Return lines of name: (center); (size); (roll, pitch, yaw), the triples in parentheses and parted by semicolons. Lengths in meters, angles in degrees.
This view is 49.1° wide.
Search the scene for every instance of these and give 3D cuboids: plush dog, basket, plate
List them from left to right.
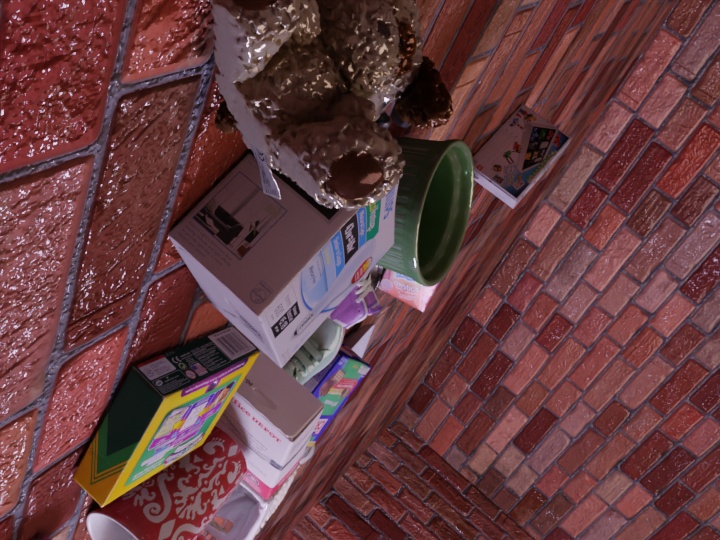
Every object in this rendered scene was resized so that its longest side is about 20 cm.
basket: (-0.214, 0.405, 1.464); (0.123, 0.135, 0.201); (-41, 164, -50)
plush dog: (-0.022, -0.161, 0.611); (0.171, 0.202, 0.160); (-35, -165, -22)
plate: (-0.056, 0.215, 1.709); (0.200, 0.032, 0.200); (-43, 165, -33)

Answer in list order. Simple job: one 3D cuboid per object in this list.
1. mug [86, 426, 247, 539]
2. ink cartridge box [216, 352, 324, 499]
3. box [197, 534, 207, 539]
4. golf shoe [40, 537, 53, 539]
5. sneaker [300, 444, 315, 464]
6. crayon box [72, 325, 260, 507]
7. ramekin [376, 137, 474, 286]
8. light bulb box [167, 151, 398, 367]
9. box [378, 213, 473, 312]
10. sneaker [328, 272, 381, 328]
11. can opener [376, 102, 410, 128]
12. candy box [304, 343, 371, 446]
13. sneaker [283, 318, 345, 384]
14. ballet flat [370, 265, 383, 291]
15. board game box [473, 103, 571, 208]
mug: (-0.277, 0.314, 1.109); (0.200, 0.176, 0.135); (-45, 130, -43)
ink cartridge box: (-0.150, 0.230, 1.184); (0.084, 0.144, 0.201); (-42, 164, -39)
box: (-0.319, 0.509, 1.411); (0.095, 0.102, 0.201); (-46, 165, -20)
golf shoe: (-0.415, 0.384, 0.894); (0.200, 0.075, 0.092); (-40, 147, -49)
sneaker: (-0.177, 0.434, 1.828); (0.200, 0.075, 0.088); (-46, 153, -44)
crayon box: (-0.228, 0.169, 0.951); (0.173, 0.058, 0.200); (-56, 166, 21)
ramekin: (0.076, -0.087, 1.088); (0.200, 0.097, 0.202); (-42, 140, -50)
light bulb box: (-0.068, -0.034, 0.816); (0.200, 0.124, 0.199); (-47, 166, -14)
box: (0.120, -0.037, 1.416); (0.201, 0.094, 0.103); (-57, 172, -49)
sneaker: (0.000, 0.000, 1.160); (0.072, 0.114, 0.202); (-33, 156, -48)
can opener: (0.019, -0.159, 0.925); (0.053, 0.066, 0.201); (-41, 168, -40)
candy box: (-0.088, 0.230, 1.494); (0.201, 0.077, 0.169); (-52, 156, 1)
sneaker: (-0.101, 0.150, 1.283); (0.201, 0.074, 0.118); (-51, 173, 9)
ballet flat: (0.019, -0.002, 1.385); (0.200, 0.046, 0.068); (101, 11, -74)
board game box: (0.316, -0.232, 1.583); (0.200, 0.126, 0.035); (-46, 165, -21)
